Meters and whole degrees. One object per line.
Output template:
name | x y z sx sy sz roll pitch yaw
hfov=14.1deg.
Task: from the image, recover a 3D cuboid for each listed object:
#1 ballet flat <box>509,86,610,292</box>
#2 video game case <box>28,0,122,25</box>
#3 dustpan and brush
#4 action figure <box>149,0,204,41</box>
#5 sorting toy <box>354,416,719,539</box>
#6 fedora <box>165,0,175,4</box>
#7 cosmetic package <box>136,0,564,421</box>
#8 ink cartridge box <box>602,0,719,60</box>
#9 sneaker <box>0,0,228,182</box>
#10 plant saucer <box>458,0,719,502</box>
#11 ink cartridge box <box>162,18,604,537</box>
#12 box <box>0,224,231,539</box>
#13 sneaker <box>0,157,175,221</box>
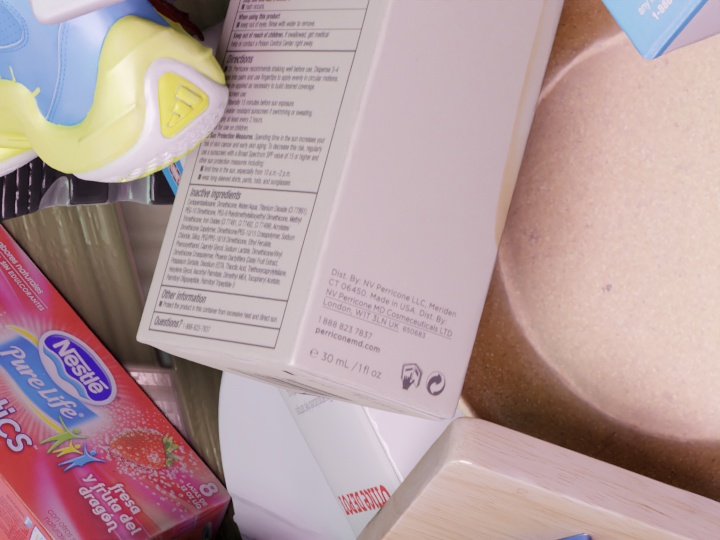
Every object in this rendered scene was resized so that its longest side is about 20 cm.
ballet flat | 0.059 -0.075 1.057 0.200 0.067 0.062 54 127 14
video game case | -0.039 -0.190 0.870 0.199 0.022 0.183 -17 94 20
dustpan and brush | -0.013 0.031 1.210 0.139 0.057 0.201 18 128 49
action figure | -0.060 -0.152 0.983 0.099 0.065 0.200 36 143 -2
sorting toy | 0.085 0.154 1.023 0.199 0.070 0.199 20 145 -11
fedora | -0.095 -0.171 1.128 0.177 0.090 0.201 -157 81 -86
cosmetic package | 0.003 -0.059 0.966 0.105 0.071 0.201 9 81 56
ink cartridge box | 0.101 -0.192 0.899 0.200 0.125 0.129 55 140 14
sneaker | -0.121 -0.089 1.005 0.200 0.076 0.105 3 127 55
plant saucer | 0.113 -0.012 0.991 0.199 0.035 0.201 2 95 20
ink cartridge box | 0.000 0.000 1.098 0.201 0.086 0.146 61 168 2
box | -0.165 0.085 1.368 0.200 0.094 0.103 47 137 24
sneaker | -0.150 -0.061 1.206 0.088 0.199 0.074 -150 65 -62
